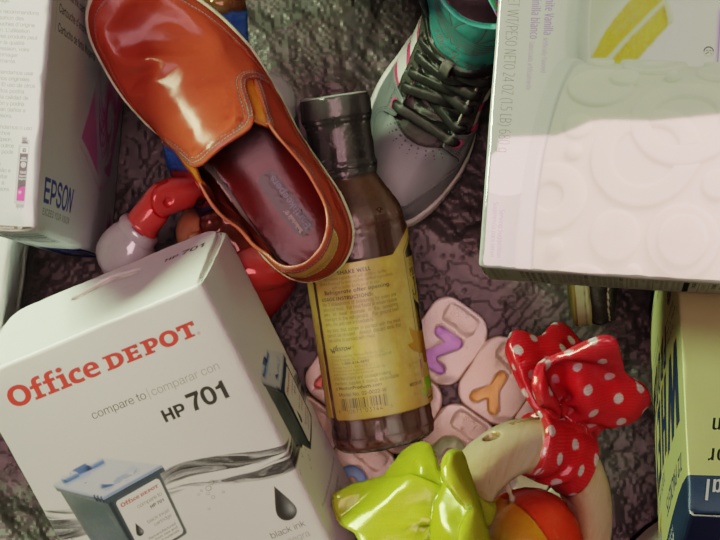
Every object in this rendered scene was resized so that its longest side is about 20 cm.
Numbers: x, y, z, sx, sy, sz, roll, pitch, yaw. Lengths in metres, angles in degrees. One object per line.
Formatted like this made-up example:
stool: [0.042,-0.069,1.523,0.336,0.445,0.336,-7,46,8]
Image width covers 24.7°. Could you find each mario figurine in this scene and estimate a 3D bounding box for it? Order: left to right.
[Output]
mario figurine: [-0.096,-0.059,0.965,0.122,0.106,0.202,-9,100,5]

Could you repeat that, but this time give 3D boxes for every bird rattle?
bird rattle: [0.086,0.129,0.921,0.199,0.112,0.165,-36,120,-37]

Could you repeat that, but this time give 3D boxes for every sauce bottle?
sauce bottle: [0.000,0.000,0.940,0.064,0.065,0.203,-7,96,4]

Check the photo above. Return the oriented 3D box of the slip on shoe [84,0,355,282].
slip on shoe: [-0.074,-0.078,0.878,0.074,0.061,0.201,-37,92,6]

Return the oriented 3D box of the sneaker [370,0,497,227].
sneaker: [0.054,-0.120,0.941,0.083,0.121,0.202,25,89,5]

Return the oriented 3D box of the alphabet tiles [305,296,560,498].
alphabet tiles: [0.042,0.126,0.981,0.199,0.015,0.196,35,90,5]

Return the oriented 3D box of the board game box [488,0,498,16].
board game box: [0.150,-0.176,0.917,0.158,0.039,0.200,51,50,-1]

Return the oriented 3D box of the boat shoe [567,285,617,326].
boat shoe: [0.156,-0.066,0.954,0.064,0.073,0.203,6,87,9]

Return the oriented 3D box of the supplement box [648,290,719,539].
supplement box: [0.258,0.071,0.869,0.197,0.135,0.202,1,56,5]

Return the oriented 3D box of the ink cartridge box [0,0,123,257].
ink cartridge box: [-0.167,-0.114,0.919,0.043,0.196,0.203,5,88,3]

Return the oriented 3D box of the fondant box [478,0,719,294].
fondant box: [0.163,-0.064,0.817,0.197,0.058,0.146,4,83,9]

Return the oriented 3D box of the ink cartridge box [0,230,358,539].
ink cartridge box: [-0.102,0.102,0.917,0.145,0.086,0.201,-22,109,13]

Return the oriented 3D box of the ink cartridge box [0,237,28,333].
ink cartridge box: [-0.299,-0.009,0.962,0.197,0.084,0.148,7,88,-7]

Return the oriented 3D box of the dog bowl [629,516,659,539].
dog bowl: [0.227,0.229,0.932,0.198,0.074,0.203,0,87,5]
